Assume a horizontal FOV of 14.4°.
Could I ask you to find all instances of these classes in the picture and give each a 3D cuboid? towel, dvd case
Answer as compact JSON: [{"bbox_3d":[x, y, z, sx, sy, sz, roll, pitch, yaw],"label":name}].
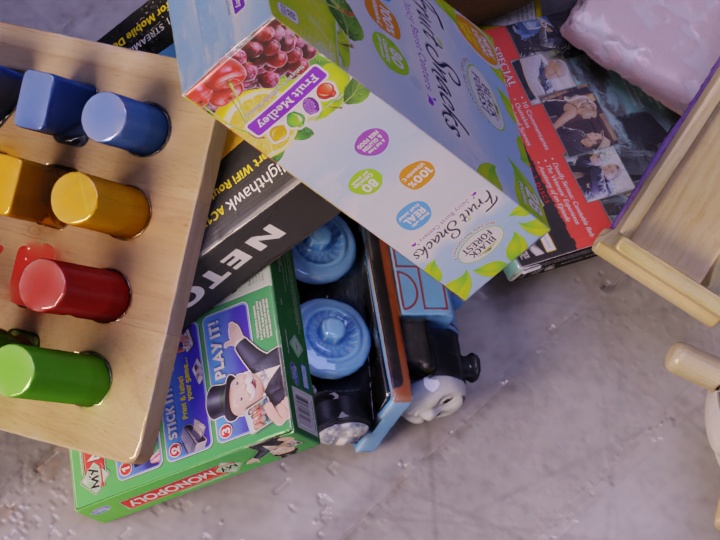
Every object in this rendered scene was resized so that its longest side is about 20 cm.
[{"bbox_3d":[0.230,-0.148,1.656,0.200,0.032,0.191,32,54,-6],"label":"towel"},{"bbox_3d":[0.139,-0.082,1.614,0.200,0.022,0.146,-17,71,-27],"label":"dvd case"}]

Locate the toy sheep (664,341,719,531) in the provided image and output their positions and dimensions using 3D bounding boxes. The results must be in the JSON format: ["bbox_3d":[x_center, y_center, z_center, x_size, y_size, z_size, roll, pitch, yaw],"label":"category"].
[{"bbox_3d":[0.248,0.089,1.504,0.200,0.138,0.138,29,59,-17],"label":"toy sheep"}]

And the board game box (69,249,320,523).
[{"bbox_3d":[-0.097,0.017,1.488,0.134,0.029,0.200,-21,61,24],"label":"board game box"}]

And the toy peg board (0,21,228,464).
[{"bbox_3d":[-0.188,-0.025,1.403,0.200,0.098,0.200,13,90,22],"label":"toy peg board"}]

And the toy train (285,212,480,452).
[{"bbox_3d":[0.000,0.000,1.531,0.114,0.087,0.200,-1,62,-18],"label":"toy train"}]

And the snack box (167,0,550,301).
[{"bbox_3d":[-0.006,-0.102,1.424,0.200,0.068,0.169,36,25,-34],"label":"snack box"}]

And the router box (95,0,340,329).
[{"bbox_3d":[-0.118,-0.041,1.473,0.200,0.051,0.149,-37,59,15],"label":"router box"}]

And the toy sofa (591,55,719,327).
[{"bbox_3d":[0.212,-0.073,1.547,0.083,0.098,0.200,32,92,-7],"label":"toy sofa"}]

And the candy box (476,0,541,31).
[{"bbox_3d":[0.053,-0.157,1.655,0.102,0.026,0.200,3,62,-12],"label":"candy box"}]

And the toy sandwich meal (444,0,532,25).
[{"bbox_3d":[0.059,-0.198,1.563,0.205,0.205,0.070,-19,69,-19],"label":"toy sandwich meal"}]
